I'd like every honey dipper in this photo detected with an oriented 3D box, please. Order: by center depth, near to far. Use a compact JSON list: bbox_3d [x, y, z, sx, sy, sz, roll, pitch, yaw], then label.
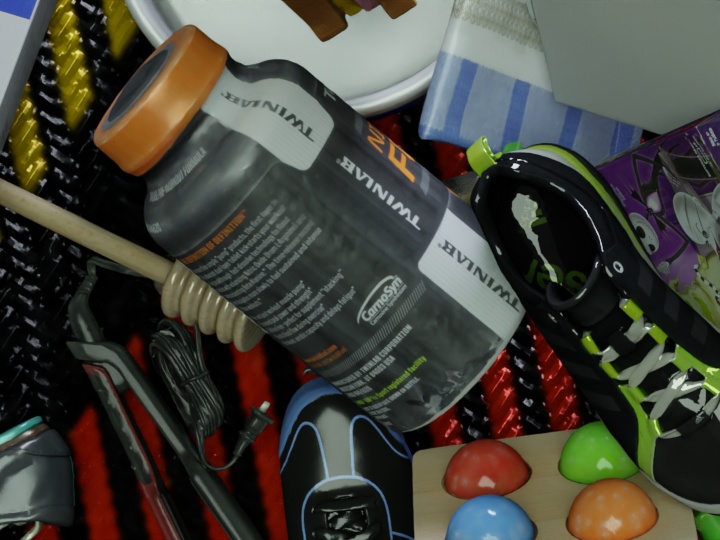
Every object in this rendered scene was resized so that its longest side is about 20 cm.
[{"bbox_3d":[-0.133,-0.016,1.431,0.200,0.038,0.038,24,91,19],"label":"honey dipper"}]

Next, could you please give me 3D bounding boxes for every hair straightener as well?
[{"bbox_3d":[-0.080,0.078,1.449,0.077,0.041,0.200,-27,84,3],"label":"hair straightener"}]

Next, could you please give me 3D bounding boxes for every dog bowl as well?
[{"bbox_3d":[-0.019,-0.169,1.422,0.200,0.079,0.200,0,89,3],"label":"dog bowl"}]

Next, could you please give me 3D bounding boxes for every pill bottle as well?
[{"bbox_3d":[-0.025,-0.024,1.348,0.200,0.106,0.106,39,92,-15],"label":"pill bottle"}]

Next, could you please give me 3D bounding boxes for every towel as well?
[{"bbox_3d":[0.107,-0.141,1.395,0.024,0.147,0.200,21,93,44],"label":"towel"}]

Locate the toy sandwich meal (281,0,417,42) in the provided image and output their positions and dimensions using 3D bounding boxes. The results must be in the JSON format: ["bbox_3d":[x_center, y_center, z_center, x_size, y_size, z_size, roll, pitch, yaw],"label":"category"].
[{"bbox_3d":[-0.049,-0.181,1.290,0.070,0.205,0.205,-36,88,16],"label":"toy sandwich meal"}]

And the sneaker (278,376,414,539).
[{"bbox_3d":[0.003,0.152,1.408,0.070,0.078,0.200,-12,97,2],"label":"sneaker"}]

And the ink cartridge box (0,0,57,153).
[{"bbox_3d":[-0.204,-0.114,1.417,0.094,0.044,0.200,16,69,4],"label":"ink cartridge box"}]

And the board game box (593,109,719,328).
[{"bbox_3d":[0.177,0.029,1.323,0.032,0.120,0.200,-31,93,-21],"label":"board game box"}]

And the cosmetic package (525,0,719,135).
[{"bbox_3d":[0.166,-0.116,1.304,0.081,0.200,0.113,-34,127,-27],"label":"cosmetic package"}]

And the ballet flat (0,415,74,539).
[{"bbox_3d":[-0.228,0.139,1.438,0.200,0.073,0.073,-24,88,1],"label":"ballet flat"}]

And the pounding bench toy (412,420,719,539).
[{"bbox_3d":[0.132,0.151,1.360,0.200,0.124,0.156,-8,114,3],"label":"pounding bench toy"}]

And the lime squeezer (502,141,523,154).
[{"bbox_3d":[0.115,0.007,1.420,0.038,0.071,0.200,-19,118,7],"label":"lime squeezer"}]

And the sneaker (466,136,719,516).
[{"bbox_3d":[0.107,0.027,1.292,0.072,0.083,0.200,-43,74,18],"label":"sneaker"}]

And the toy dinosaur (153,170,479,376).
[{"bbox_3d":[0.000,0.000,1.438,0.200,0.047,0.088,-16,82,0],"label":"toy dinosaur"}]
